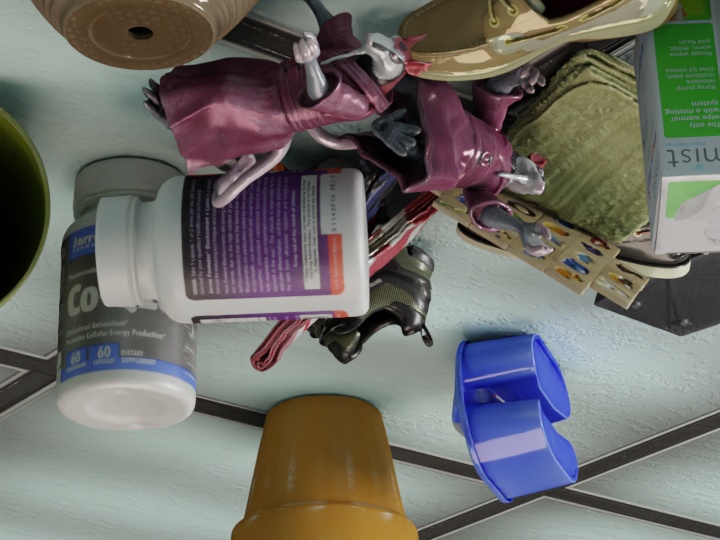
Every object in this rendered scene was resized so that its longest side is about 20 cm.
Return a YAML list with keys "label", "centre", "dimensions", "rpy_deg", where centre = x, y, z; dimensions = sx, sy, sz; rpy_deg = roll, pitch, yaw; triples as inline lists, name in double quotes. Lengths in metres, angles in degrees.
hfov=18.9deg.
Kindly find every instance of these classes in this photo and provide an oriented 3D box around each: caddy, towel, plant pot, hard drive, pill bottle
- label: "caddy"
  centre: [0.143, 0.146, 2.130]
  dimensions: [0.104, 0.142, 0.200]
  rpy_deg: [-11, 153, 15]
- label: "towel"
  centre: [0.000, 0.000, 1.783]
  dimensions: [0.200, 0.023, 0.144]
  rpy_deg: [-40, 176, -30]
- label: "plant pot"
  centre: [-0.142, -0.194, 1.419]
  dimensions: [0.199, 0.093, 0.201]
  rpy_deg: [-1, 157, -1]
- label: "hard drive"
  centre: [0.319, 0.000, 1.928]
  dimensions: [0.134, 0.043, 0.199]
  rpy_deg: [18, 150, -36]
- label: "plant pot"
  centre: [-0.333, -0.032, 1.706]
  dimensions: [0.185, 0.189, 0.200]
  rpy_deg: [2, 171, -6]
- label: "pill bottle"
  centre: [-0.094, -0.018, 1.623]
  dimensions: [0.198, 0.112, 0.112]
  rpy_deg: [-2, 156, 2]
- label: "pill bottle"
  centre: [-0.189, 0.019, 1.761]
  dimensions: [0.113, 0.202, 0.114]
  rpy_deg: [-1, 157, -1]
- label: "plant pot"
  centre: [-0.037, 0.238, 2.277]
  dimensions: [0.198, 0.185, 0.200]
  rpy_deg: [0, 156, 0]
- label: "towel"
  centre: [0.191, -0.095, 1.679]
  dimensions: [0.148, 0.037, 0.200]
  rpy_deg: [26, 147, -11]

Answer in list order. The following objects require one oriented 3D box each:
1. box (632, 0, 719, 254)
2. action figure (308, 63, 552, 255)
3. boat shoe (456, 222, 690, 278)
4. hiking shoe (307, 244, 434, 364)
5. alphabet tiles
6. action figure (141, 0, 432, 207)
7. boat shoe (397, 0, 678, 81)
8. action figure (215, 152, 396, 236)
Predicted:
- label: "box"
  centre: [0.296, -0.108, 1.506]
  dimensions: [0.198, 0.178, 0.097]
  rpy_deg: [-1, 145, 3]
- label: "action figure"
  centre: [0.065, -0.084, 1.598]
  dimensions: [0.148, 0.135, 0.199]
  rpy_deg: [-2, 165, 37]
- label: "boat shoe"
  centre: [0.180, -0.041, 1.815]
  dimensions: [0.200, 0.074, 0.064]
  rpy_deg: [7, 119, 9]
- label: "hiking shoe"
  centre: [-0.033, 0.030, 1.912]
  dimensions: [0.198, 0.101, 0.076]
  rpy_deg: [-4, 155, 8]
- label: "alphabet tiles"
  centre: [0.132, -0.033, 1.699]
  dimensions: [0.199, 0.006, 0.166]
  rpy_deg: [31, -162, 8]
- label: "action figure"
  centre: [-0.042, -0.115, 1.487]
  dimensions: [0.198, 0.134, 0.150]
  rpy_deg: [-9, 118, 18]
- label: "boat shoe"
  centre: [0.115, -0.186, 1.479]
  dimensions: [0.198, 0.075, 0.066]
  rpy_deg: [-16, 151, 8]
- label: "action figure"
  centre: [-0.041, -0.075, 1.730]
  dimensions: [0.193, 0.105, 0.200]
  rpy_deg: [13, 128, -44]
